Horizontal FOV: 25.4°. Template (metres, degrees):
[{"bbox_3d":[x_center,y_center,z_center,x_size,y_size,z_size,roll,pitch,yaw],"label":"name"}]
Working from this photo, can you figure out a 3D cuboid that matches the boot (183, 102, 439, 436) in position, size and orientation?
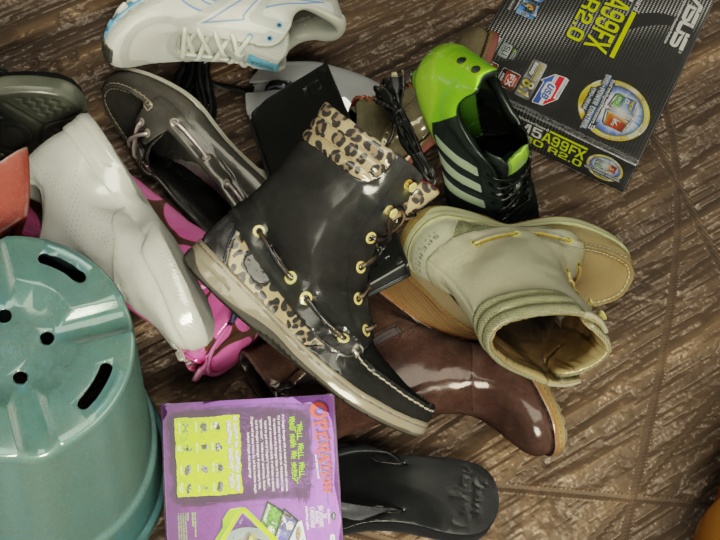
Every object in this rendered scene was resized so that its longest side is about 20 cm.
[{"bbox_3d":[0.000,0.000,1.067,0.199,0.073,0.151,38,89,2],"label":"boot"}]

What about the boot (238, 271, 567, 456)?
[{"bbox_3d":[0.030,0.091,1.135,0.166,0.073,0.200,-30,59,-26],"label":"boot"}]

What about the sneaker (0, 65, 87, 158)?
[{"bbox_3d":[-0.288,-0.136,1.185,0.198,0.076,0.115,-10,52,24],"label":"sneaker"}]

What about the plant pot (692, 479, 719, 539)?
[{"bbox_3d":[0.323,0.161,1.086,0.198,0.201,0.184,13,44,-1],"label":"plant pot"}]

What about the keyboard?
[{"bbox_3d":[-0.004,-0.072,1.162,0.126,0.021,0.201,-29,56,13],"label":"keyboard"}]

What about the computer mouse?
[{"bbox_3d":[-0.052,-0.141,1.270,0.198,0.044,0.110,13,59,-1],"label":"computer mouse"}]

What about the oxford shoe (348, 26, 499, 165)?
[{"bbox_3d":[0.032,-0.120,1.221,0.075,0.070,0.201,38,74,-3],"label":"oxford shoe"}]

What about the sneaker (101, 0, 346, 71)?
[{"bbox_3d":[-0.099,-0.186,1.228,0.199,0.075,0.087,-21,66,-20],"label":"sneaker"}]

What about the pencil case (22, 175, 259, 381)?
[{"bbox_3d":[-0.160,-0.008,1.156,0.199,0.091,0.094,35,64,14],"label":"pencil case"}]

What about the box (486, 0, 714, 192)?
[{"bbox_3d":[0.187,-0.181,1.327,0.159,0.044,0.201,26,61,8],"label":"box"}]

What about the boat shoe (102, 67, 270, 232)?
[{"bbox_3d":[-0.130,-0.080,1.208,0.200,0.067,0.057,40,48,11],"label":"boat shoe"}]

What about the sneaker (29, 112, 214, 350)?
[{"bbox_3d":[-0.171,-0.010,1.080,0.088,0.075,0.201,-34,60,-4],"label":"sneaker"}]

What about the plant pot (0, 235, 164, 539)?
[{"bbox_3d":[-0.218,0.090,1.029,0.198,0.197,0.202,4,60,-7],"label":"plant pot"}]

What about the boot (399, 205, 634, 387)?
[{"bbox_3d":[0.140,0.021,1.137,0.198,0.073,0.155,8,25,-30],"label":"boot"}]

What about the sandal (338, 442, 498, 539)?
[{"bbox_3d":[-0.001,0.150,1.115,0.198,0.043,0.077,0,61,-8],"label":"sandal"}]

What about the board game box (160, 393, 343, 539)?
[{"bbox_3d":[-0.069,0.186,1.058,0.119,0.032,0.202,-3,79,-2],"label":"board game box"}]

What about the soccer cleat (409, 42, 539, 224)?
[{"bbox_3d":[0.096,-0.078,1.173,0.067,0.201,0.081,-41,41,-15],"label":"soccer cleat"}]

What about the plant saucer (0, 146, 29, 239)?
[{"bbox_3d":[-0.302,0.017,1.063,0.200,0.200,0.037,-39,88,-25],"label":"plant saucer"}]
